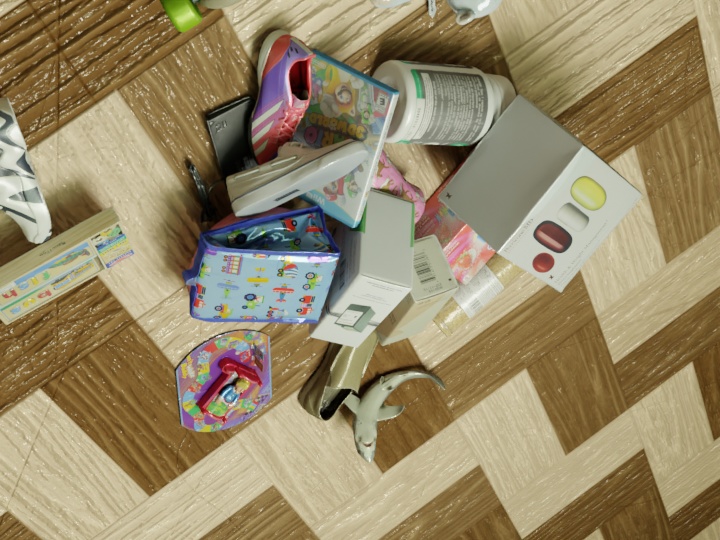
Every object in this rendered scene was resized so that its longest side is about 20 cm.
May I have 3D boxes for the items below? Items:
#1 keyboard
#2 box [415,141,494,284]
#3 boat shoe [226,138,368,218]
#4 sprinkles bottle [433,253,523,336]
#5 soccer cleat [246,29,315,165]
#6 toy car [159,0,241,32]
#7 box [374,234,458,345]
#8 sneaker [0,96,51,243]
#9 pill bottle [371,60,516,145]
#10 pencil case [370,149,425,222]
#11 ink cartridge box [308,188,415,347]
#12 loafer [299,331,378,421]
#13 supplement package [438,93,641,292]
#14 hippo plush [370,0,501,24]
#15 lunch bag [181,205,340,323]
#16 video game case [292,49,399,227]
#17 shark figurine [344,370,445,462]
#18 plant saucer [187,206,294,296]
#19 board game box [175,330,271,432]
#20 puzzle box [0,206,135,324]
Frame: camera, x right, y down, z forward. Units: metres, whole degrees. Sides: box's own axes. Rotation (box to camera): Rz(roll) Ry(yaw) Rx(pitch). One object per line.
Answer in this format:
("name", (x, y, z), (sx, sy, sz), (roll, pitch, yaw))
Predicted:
("keyboard", (-0.179, -0.134, 1.654), (0.126, 0.021, 0.201), (-30, 135, -19))
("box", (0.179, -0.094, 1.873), (0.200, 0.095, 0.102), (-48, 136, 9))
("boat shoe", (-0.089, -0.138, 1.595), (0.198, 0.066, 0.074), (-23, 168, 7))
("sprinkles bottle", (0.198, 0.021, 1.999), (0.200, 0.068, 0.068), (-41, 137, 2))
("soccer cleat", (-0.101, -0.213, 1.593), (0.068, 0.073, 0.202), (-25, 136, -42))
("toy car", (-0.188, -0.404, 1.348), (0.163, 0.158, 0.201), (-29, 125, 4))
("box", (0.072, 0.033, 1.844), (0.077, 0.096, 0.200), (-18, 162, -21))
("sneaker", (-0.455, -0.102, 1.453), (0.128, 0.080, 0.200), (-19, 138, -13))
("pill bottle", (0.117, -0.234, 1.705), (0.198, 0.113, 0.114), (-2, 125, -33))
("pencil case", (0.016, -0.139, 1.730), (0.200, 0.086, 0.083), (45, 61, -46))
("ink cartridge box", (0.000, 0.000, 1.730), (0.083, 0.147, 0.200), (14, 148, -18))
("loafer", (-0.024, 0.164, 1.964), (0.076, 0.068, 0.201), (13, 116, -40))
("supplement package", (0.260, -0.107, 1.734), (0.192, 0.147, 0.199), (-52, 141, 11))
("hippo plush", (0.101, -0.372, 1.547), (0.159, 0.161, 0.201), (-36, 136, -4))
("lunch bag", (-0.145, 0.005, 1.646), (0.198, 0.095, 0.151), (-7, 142, -23))
("video game case", (-0.036, -0.177, 1.628), (0.018, 0.142, 0.202), (-28, 141, -54))
("shark figurine", (0.041, 0.222, 2.069), (0.214, 0.128, 0.090), (-40, 166, -25))
("plant saucer", (-0.160, -0.019, 1.717), (0.199, 0.051, 0.201), (-24, 145, -18))
("board game box", (-0.204, 0.186, 1.879), (0.157, 0.039, 0.202), (-17, 132, -22))
("puzzle box", (-0.393, -0.004, 1.566), (0.199, 0.026, 0.133), (-30, 166, -10))
